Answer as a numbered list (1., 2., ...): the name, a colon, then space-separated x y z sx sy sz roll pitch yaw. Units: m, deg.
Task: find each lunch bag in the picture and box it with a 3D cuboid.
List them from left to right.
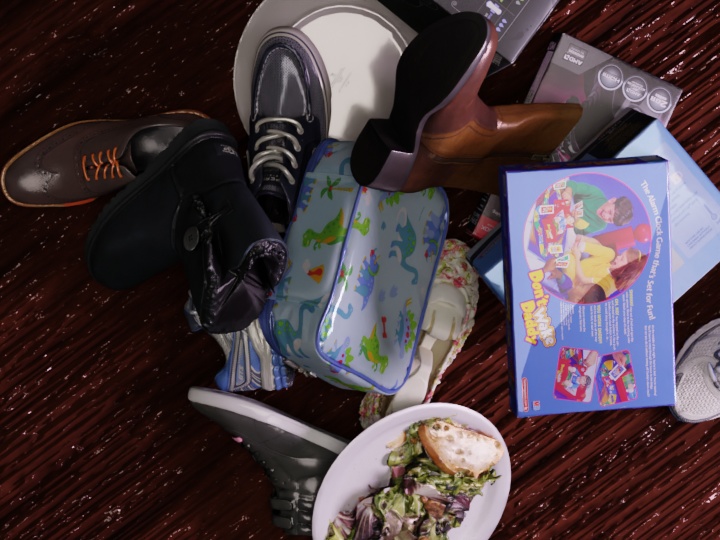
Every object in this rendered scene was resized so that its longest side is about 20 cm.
1. lunch bag: 0.000 0.000 1.699 0.082 0.160 0.202 7 76 36

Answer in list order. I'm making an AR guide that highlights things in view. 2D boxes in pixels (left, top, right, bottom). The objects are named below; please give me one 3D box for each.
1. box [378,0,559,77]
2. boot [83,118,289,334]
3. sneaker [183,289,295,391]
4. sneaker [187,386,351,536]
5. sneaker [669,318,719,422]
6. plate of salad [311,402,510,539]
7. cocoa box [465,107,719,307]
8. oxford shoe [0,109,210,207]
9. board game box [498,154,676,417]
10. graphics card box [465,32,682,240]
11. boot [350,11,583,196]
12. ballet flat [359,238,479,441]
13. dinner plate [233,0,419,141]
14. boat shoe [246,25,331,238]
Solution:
1. box: 0.074 -0.276 1.683 0.199 0.149 0.125 37 85 -7
2. boot: -0.151 -0.008 1.672 0.076 0.169 0.200 19 125 -41
3. sneaker: -0.123 0.017 1.752 0.084 0.077 0.202 -14 95 6
4. sneaker: -0.078 0.179 1.772 0.199 0.071 0.100 25 90 -10
5. sneaker: 0.355 0.067 1.759 0.200 0.085 0.077 -41 90 13
6. plate of salad: 0.051 0.212 1.761 0.198 0.048 0.202 -12 120 -22
7. cocoa box: 0.209 -0.023 1.684 0.200 0.131 0.134 -42 99 3
8. oxford shoe: -0.224 -0.101 1.732 0.198 0.073 0.072 -17 97 -1
9. board game box: 0.185 0.012 1.598 0.133 0.045 0.202 -4 99 -3
10. graphics card box: 0.191 -0.098 1.765 0.125 0.051 0.202 25 94 -6
11. boot: 0.114 -0.129 1.623 0.199 0.069 0.189 2 130 -38
12. ballet flat: 0.060 0.071 1.771 0.075 0.064 0.202 20 95 -11
13. dinner plate: -0.015 -0.172 1.761 0.198 0.024 0.203 0 96 -2
14. boat shoe: -0.066 -0.106 1.709 0.074 0.093 0.202 -1 108 12
